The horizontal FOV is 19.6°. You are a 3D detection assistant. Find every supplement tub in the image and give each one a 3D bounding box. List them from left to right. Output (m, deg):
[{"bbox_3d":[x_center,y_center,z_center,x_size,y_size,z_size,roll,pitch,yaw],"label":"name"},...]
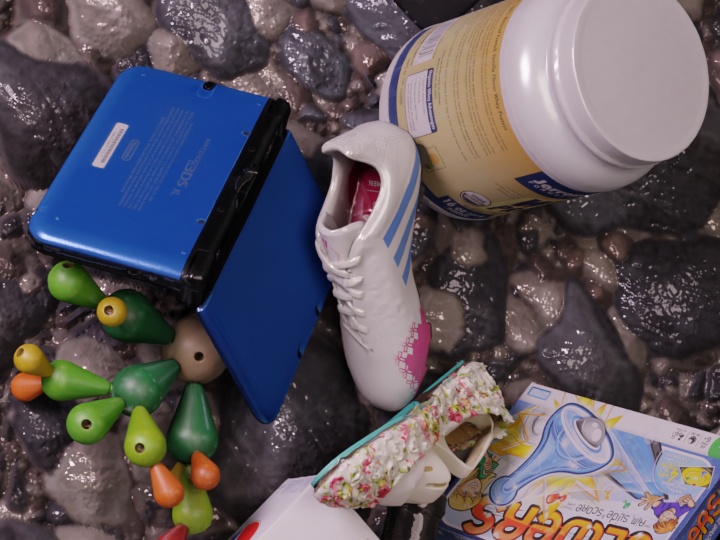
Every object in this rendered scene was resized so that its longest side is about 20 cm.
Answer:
[{"bbox_3d":[0.123,-0.117,1.415,0.144,0.200,0.145,6,79,-35],"label":"supplement tub"}]

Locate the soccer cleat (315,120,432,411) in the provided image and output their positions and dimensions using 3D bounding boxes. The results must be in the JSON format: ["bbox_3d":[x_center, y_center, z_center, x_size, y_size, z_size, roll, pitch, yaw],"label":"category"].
[{"bbox_3d":[0.000,0.000,1.404,0.086,0.070,0.200,-12,105,-50],"label":"soccer cleat"}]

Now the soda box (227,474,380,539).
[{"bbox_3d":[-0.081,0.225,1.363,0.200,0.064,0.068,-44,100,-22],"label":"soda box"}]

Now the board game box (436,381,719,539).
[{"bbox_3d":[0.153,0.153,1.403,0.135,0.200,0.034,-50,126,-22],"label":"board game box"}]

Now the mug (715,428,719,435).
[{"bbox_3d":[0.310,0.155,1.495,0.185,0.152,0.114,-41,96,-23],"label":"mug"}]

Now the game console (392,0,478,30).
[{"bbox_3d":[0.045,-0.277,1.423,0.176,0.116,0.200,-41,101,14],"label":"game console"}]

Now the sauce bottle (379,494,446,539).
[{"bbox_3d":[0.019,0.245,1.402,0.065,0.065,0.200,17,76,-20],"label":"sauce bottle"}]

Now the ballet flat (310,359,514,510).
[{"bbox_3d":[0.045,0.117,1.389,0.064,0.076,0.200,46,38,9],"label":"ballet flat"}]

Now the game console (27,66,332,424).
[{"bbox_3d":[-0.108,-0.020,1.364,0.170,0.119,0.200,15,40,6],"label":"game console"}]

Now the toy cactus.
[{"bbox_3d":[-0.134,0.074,1.360,0.165,0.102,0.200,-37,95,-43],"label":"toy cactus"}]
